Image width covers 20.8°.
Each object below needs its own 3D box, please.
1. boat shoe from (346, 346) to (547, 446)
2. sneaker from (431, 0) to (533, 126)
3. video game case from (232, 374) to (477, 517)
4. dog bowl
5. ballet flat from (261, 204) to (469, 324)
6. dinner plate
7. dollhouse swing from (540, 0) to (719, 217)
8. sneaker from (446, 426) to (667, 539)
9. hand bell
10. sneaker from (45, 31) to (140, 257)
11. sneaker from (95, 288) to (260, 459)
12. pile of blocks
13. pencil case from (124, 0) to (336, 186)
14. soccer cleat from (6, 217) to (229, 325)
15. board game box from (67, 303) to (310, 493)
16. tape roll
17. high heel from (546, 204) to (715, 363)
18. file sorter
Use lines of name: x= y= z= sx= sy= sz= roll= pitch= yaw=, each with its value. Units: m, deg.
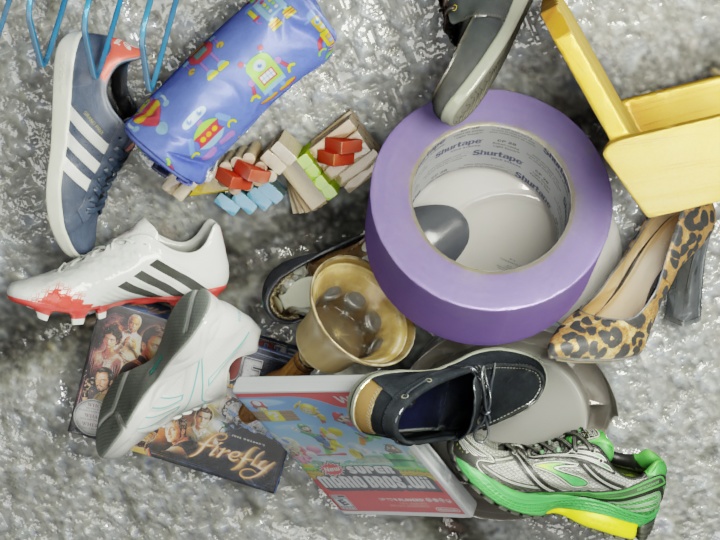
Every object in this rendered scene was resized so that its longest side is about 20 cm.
boat shoe: x=0.083 y=0.108 z=1.622 sx=0.200 sy=0.062 sz=0.075 roll=-5 pitch=110 yaw=-38
sneaker: x=0.079 y=-0.216 z=1.617 sx=0.106 sy=0.075 sz=0.200 roll=26 pitch=67 yaw=5
video game case: x=-0.003 y=0.154 z=1.704 sx=0.143 sy=0.017 sz=0.200 roll=-3 pitch=141 yaw=35
dog bowl: x=0.129 y=0.123 z=1.742 sx=0.200 sy=0.059 sz=0.200 roll=2 pitch=116 yaw=4
ballet flat: x=0.000 y=0.000 z=1.710 sx=0.200 sy=0.073 sz=0.073 roll=-21 pitch=104 yaw=19
dinner plate: x=0.131 y=-0.008 z=1.733 sx=0.200 sy=0.024 sz=0.200 roll=2 pitch=108 yaw=5
dollhouse swing: x=0.254 y=-0.155 z=1.584 sx=0.181 sy=0.200 sz=0.176 roll=-14 pitch=101 yaw=9
sneaker: x=0.169 y=0.166 z=1.695 sx=0.200 sy=0.078 sz=0.085 roll=14 pitch=110 yaw=-13
hand bell: x=-0.050 y=0.080 z=1.698 sx=0.104 sy=0.104 sz=0.200 roll=41 pitch=135 yaw=-8
sneaker: x=-0.222 y=-0.105 z=1.707 sx=0.084 sy=0.075 sz=0.200 roll=6 pitch=108 yaw=8
sneaker: x=-0.163 y=0.105 z=1.735 sx=0.080 sy=0.070 sz=0.200 roll=25 pitch=122 yaw=-32
pile of blocks: x=-0.077 y=-0.079 z=1.709 sx=0.200 sy=0.062 sz=0.082 roll=-12 pitch=106 yaw=9
pencil case: x=-0.107 y=-0.156 z=1.656 sx=0.200 sy=0.078 sz=0.087 roll=-45 pitch=111 yaw=0
soccer cleat: x=-0.211 y=-0.004 z=1.718 sx=0.200 sy=0.069 sz=0.085 roll=-4 pitch=106 yaw=-21
board game box: x=-0.154 y=0.110 z=1.790 sx=0.200 sy=0.035 sz=0.136 roll=16 pitch=108 yaw=0
tape roll: x=0.105 y=-0.045 z=1.635 sx=0.200 sy=0.085 sz=0.200 roll=1 pitch=68 yaw=-4
high heel: x=0.224 y=-0.005 z=1.655 sx=0.071 sy=0.200 sz=0.143 roll=20 pitch=119 yaw=42
file sorter: x=-0.252 y=-0.240 z=1.612 sx=0.200 sy=0.139 sz=0.123 roll=13 pitch=72 yaw=1
